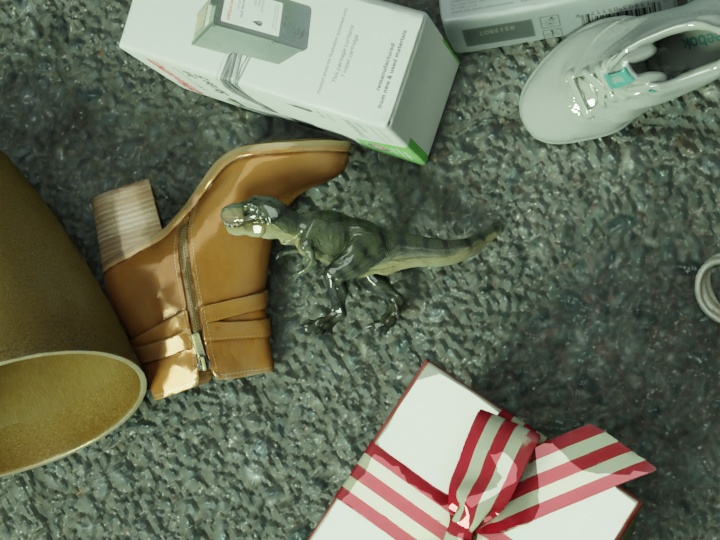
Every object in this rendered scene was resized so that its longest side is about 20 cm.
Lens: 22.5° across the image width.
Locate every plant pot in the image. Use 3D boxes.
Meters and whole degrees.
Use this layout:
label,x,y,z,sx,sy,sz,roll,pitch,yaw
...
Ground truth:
label,x,y,z,sx,sy,sz,roll,pitch,yaw
plant pot,-0.267,0.018,1.268,0.185,0.186,0.201,-26,66,8

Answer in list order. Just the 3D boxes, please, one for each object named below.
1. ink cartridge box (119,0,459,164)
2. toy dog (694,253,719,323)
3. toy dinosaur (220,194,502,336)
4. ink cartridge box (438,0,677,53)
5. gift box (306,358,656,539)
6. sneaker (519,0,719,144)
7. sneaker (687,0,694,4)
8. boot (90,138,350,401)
label,x,y,z,sx,sy,sz,roll,pitch,yaw
ink cartridge box,-0.046,-0.150,1.247,0.199,0.145,0.085,18,88,14
toy dog,0.303,0.054,1.171,0.131,0.096,0.201,-21,79,8
toy dinosaur,0.000,0.000,1.246,0.198,0.047,0.089,7,102,-16
ink cartridge box,0.133,-0.261,1.285,0.161,0.057,0.201,-9,61,11
gift box,0.085,0.177,1.148,0.199,0.187,0.185,27,83,15
sneaker,0.178,-0.133,1.195,0.199,0.088,0.076,-23,96,36
sneaker,0.321,-0.162,1.218,0.199,0.073,0.071,23,69,10
boot,-0.083,-0.003,1.281,0.199,0.074,0.156,-18,87,8
